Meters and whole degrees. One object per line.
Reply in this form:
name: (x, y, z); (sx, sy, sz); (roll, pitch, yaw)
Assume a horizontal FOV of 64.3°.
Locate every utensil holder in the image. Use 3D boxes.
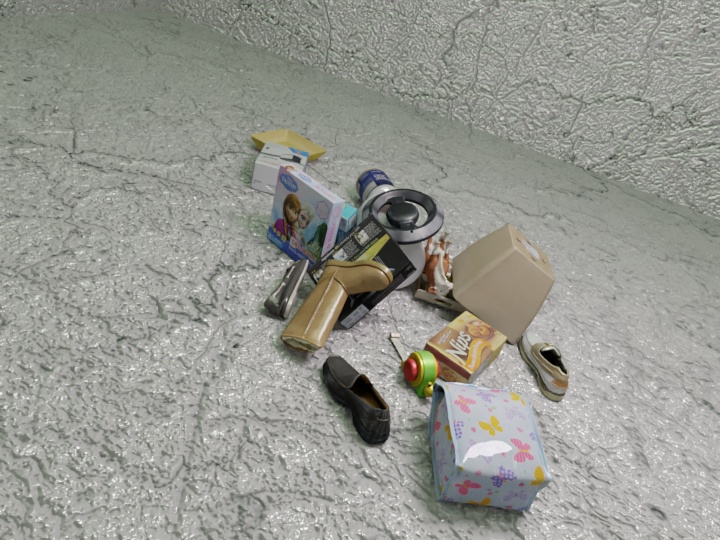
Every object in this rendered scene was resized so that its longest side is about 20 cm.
utensil holder: (0.075, -0.075, 1.456); (0.166, 0.173, 0.202); (10, 32, -13)

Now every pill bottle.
pill bottle: (0.060, -0.225, 1.752); (0.108, 0.113, 0.201); (5, 32, -22)

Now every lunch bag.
lunch bag: (0.208, 0.285, 0.972); (0.165, 0.129, 0.202); (10, 40, -9)

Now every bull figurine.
bull figurine: (0.189, -0.026, 1.400); (0.063, 0.124, 0.201); (7, 24, -7)

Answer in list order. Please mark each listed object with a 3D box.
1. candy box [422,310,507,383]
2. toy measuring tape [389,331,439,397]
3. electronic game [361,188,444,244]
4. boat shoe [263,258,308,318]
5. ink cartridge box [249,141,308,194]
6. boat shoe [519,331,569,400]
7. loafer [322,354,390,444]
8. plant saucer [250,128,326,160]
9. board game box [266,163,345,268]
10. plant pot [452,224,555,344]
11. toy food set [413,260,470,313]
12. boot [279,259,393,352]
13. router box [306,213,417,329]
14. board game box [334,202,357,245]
candy box: (0.225, 0.169, 1.241); (0.114, 0.056, 0.199); (32, 33, 24)
toy measuring tape: (0.109, 0.172, 1.159); (0.072, 0.075, 0.201); (3, 33, -23)
electronic game: (0.100, -0.130, 1.355); (0.195, 0.042, 0.203); (-2, 43, 2)
boat shoe: (-0.159, 0.027, 1.259); (0.056, 0.068, 0.201); (20, 33, -4)
ink cartridge box: (-0.244, -0.310, 1.754); (0.142, 0.085, 0.201); (15, 30, -6)
boat shoe: (0.419, 0.197, 1.288); (0.073, 0.070, 0.201); (9, 31, -14)
loafer: (-0.003, 0.212, 1.028); (0.072, 0.074, 0.200); (-8, 38, -36)
plant saucer: (-0.248, -0.417, 1.970); (0.198, 0.049, 0.199); (31, 33, 22)
board game box: (-0.138, -0.121, 1.381); (0.199, 0.203, 0.041); (36, 35, 31)
plant pot: (0.353, 0.014, 1.387); (0.198, 0.178, 0.201); (36, 28, -11)
toy food set: (0.214, 0.026, 1.470); (0.140, 0.061, 0.201); (18, 29, -1)
boot: (-0.044, 0.073, 1.132); (0.172, 0.067, 0.202); (1, 48, 36)
router box: (0.000, 0.000, 1.246); (0.158, 0.199, 0.052); (53, 5, 31)
board game box: (-0.102, -0.130, 1.460); (0.198, 0.153, 0.047); (30, 53, 21)
